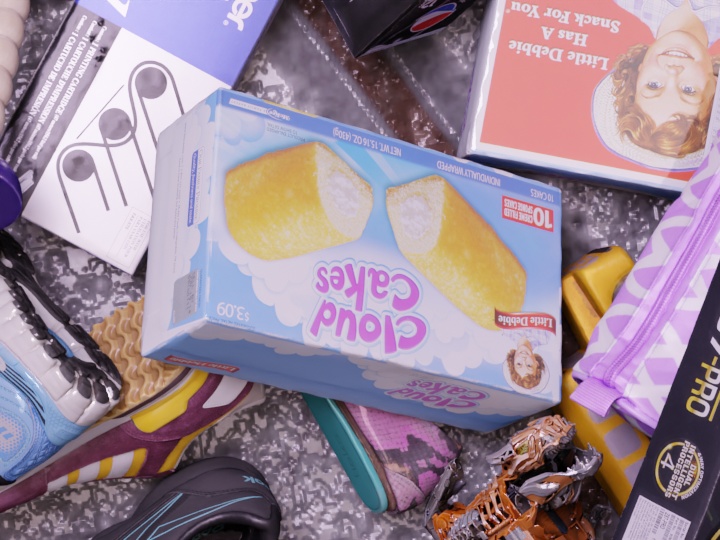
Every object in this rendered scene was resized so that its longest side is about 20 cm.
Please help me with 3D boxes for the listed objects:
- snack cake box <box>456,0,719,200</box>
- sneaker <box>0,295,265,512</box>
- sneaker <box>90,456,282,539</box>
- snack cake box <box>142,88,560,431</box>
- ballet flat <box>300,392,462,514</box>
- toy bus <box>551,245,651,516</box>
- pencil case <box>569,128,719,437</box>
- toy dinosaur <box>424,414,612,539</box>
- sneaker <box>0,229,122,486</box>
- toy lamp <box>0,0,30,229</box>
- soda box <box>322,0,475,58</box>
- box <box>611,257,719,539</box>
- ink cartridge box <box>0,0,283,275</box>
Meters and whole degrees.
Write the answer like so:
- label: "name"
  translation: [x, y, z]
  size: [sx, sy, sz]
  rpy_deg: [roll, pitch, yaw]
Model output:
- label: "snack cake box"
  translation: [0.159, -0.096, 0.947]
  size: [0.200, 0.067, 0.115]
  rpy_deg: [11, 90, -2]
- label: "sneaker"
  translation: [-0.144, 0.087, 0.926]
  size: [0.200, 0.090, 0.075]
  rpy_deg: [-24, 53, 20]
- label: "sneaker"
  translation: [-0.123, 0.166, 0.904]
  size: [0.200, 0.079, 0.075]
  rpy_deg: [-39, 111, -11]
- label: "snack cake box"
  translation: [0.000, 0.000, 0.878]
  size: [0.200, 0.067, 0.115]
  rpy_deg: [14, 65, -30]
- label: "ballet flat"
  translation: [-0.017, 0.032, 0.942]
  size: [0.071, 0.069, 0.200]
  rpy_deg: [-37, 95, -21]
- label: "toy bus"
  translation: [0.156, 0.087, 0.944]
  size: [0.078, 0.065, 0.200]
  rpy_deg: [-33, 91, -1]
- label: "pencil case"
  translation: [0.178, -0.009, 0.869]
  size: [0.084, 0.085, 0.200]
  rpy_deg: [27, 87, 32]
- label: "toy dinosaur"
  translation: [0.085, 0.164, 0.909]
  size: [0.136, 0.200, 0.102]
  rpy_deg: [33, 55, 19]
- label: "sneaker"
  translation: [-0.203, 0.026, 0.887]
  size: [0.090, 0.078, 0.200]
  rpy_deg: [-49, 52, 7]
- label: "toy lamp"
  translation: [-0.177, -0.114, 0.895]
  size: [0.058, 0.058, 0.200]
  rpy_deg: [4, 53, -3]
- label: "soda box"
  translation: [-0.011, -0.213, 0.920]
  size: [0.071, 0.063, 0.200]
  rpy_deg: [-22, 80, -40]
- label: "box"
  translation: [0.205, 0.071, 0.840]
  size: [0.161, 0.049, 0.200]
  rpy_deg: [16, 96, -43]
- label: "ink cartridge box"
  translation: [-0.112, -0.106, 0.945]
  size: [0.094, 0.044, 0.200]
  rpy_deg: [28, 87, -3]
